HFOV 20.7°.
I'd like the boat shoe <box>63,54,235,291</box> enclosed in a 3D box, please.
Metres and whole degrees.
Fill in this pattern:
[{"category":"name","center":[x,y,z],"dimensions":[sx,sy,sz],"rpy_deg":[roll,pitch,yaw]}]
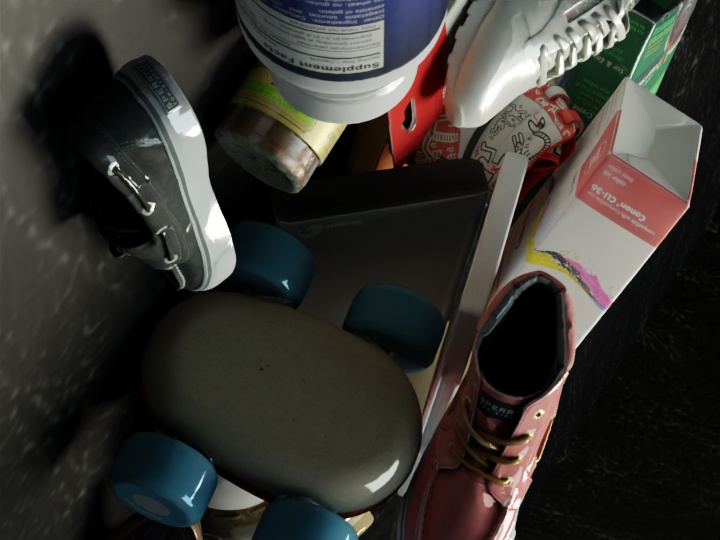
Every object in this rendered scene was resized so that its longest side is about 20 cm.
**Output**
[{"category":"boat shoe","center":[-0.108,-0.037,0.983],"dimensions":[0.057,0.069,0.200],"rpy_deg":[-36,158,-14]}]

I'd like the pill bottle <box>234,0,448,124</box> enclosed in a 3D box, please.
[{"category":"pill bottle","center":[-0.009,-0.157,0.974],"dimensions":[0.111,0.111,0.200],"rpy_deg":[-55,165,-21]}]

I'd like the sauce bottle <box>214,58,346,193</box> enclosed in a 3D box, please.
[{"category":"sauce bottle","center":[-0.008,-0.142,1.118],"dimensions":[0.200,0.065,0.065],"rpy_deg":[-59,166,-13]}]

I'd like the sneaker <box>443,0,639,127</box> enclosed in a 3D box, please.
[{"category":"sneaker","center":[0.123,-0.159,1.223],"dimensions":[0.200,0.080,0.076],"rpy_deg":[-53,166,-23]}]

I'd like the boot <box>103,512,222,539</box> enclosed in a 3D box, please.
[{"category":"boot","center":[-0.135,0.188,1.334],"dimensions":[0.097,0.075,0.200],"rpy_deg":[-61,180,-42]}]

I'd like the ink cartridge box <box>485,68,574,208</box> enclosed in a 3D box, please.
[{"category":"ink cartridge box","center":[0.128,-0.126,1.476],"dimensions":[0.137,0.076,0.200],"rpy_deg":[-56,167,-17]}]

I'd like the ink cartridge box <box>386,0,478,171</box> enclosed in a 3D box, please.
[{"category":"ink cartridge box","center":[0.047,-0.174,1.232],"dimensions":[0.200,0.067,0.116],"rpy_deg":[-56,165,-15]}]

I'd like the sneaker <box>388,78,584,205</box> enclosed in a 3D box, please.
[{"category":"sneaker","center":[0.114,-0.136,1.331],"dimensions":[0.202,0.108,0.067],"rpy_deg":[-57,166,-12]}]

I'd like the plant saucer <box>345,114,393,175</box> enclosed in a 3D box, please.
[{"category":"plant saucer","center":[0.044,-0.121,1.408],"dimensions":[0.201,0.032,0.200],"rpy_deg":[-54,165,-22]}]

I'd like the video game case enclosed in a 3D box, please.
[{"category":"video game case","center":[0.066,0.039,1.283],"dimensions":[0.200,0.017,0.143],"rpy_deg":[105,3,-48]}]

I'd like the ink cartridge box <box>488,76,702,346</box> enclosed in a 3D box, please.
[{"category":"ink cartridge box","center":[0.144,-0.018,1.328],"dimensions":[0.200,0.067,0.117],"rpy_deg":[-55,-174,32]}]

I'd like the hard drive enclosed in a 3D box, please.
[{"category":"hard drive","center":[0.000,0.000,1.305],"dimensions":[0.139,0.033,0.200],"rpy_deg":[-9,150,-13]}]

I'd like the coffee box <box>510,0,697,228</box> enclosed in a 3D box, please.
[{"category":"coffee box","center":[0.174,-0.113,1.414],"dimensions":[0.123,0.044,0.200],"rpy_deg":[-37,153,-58]}]

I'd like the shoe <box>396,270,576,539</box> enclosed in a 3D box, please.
[{"category":"shoe","center":[0.073,0.098,1.157],"dimensions":[0.091,0.071,0.201],"rpy_deg":[80,32,-70]}]

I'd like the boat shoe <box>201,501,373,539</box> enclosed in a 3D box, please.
[{"category":"boat shoe","center":[-0.067,0.156,1.379],"dimensions":[0.074,0.069,0.200],"rpy_deg":[-36,-165,-33]}]

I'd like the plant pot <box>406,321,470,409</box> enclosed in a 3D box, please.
[{"category":"plant pot","center":[0.020,0.100,1.505],"dimensions":[0.200,0.200,0.135],"rpy_deg":[14,69,-76]}]

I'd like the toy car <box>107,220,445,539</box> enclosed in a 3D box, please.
[{"category":"toy car","center":[-0.061,0.105,1.241],"dimensions":[0.200,0.176,0.185],"rpy_deg":[120,-6,-65]}]
